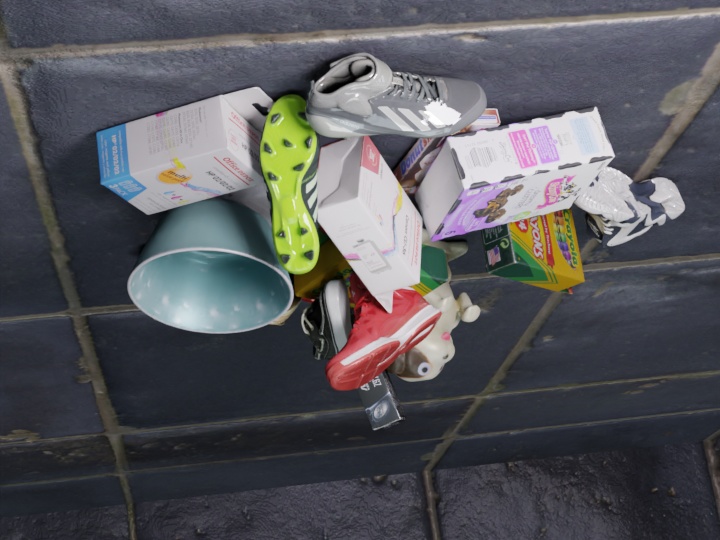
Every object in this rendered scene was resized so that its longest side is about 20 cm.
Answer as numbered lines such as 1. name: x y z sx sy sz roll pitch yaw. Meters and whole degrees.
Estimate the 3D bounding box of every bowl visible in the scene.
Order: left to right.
1. bowl: -0.181 -0.016 1.667 0.200 0.105 0.201 0 149 0

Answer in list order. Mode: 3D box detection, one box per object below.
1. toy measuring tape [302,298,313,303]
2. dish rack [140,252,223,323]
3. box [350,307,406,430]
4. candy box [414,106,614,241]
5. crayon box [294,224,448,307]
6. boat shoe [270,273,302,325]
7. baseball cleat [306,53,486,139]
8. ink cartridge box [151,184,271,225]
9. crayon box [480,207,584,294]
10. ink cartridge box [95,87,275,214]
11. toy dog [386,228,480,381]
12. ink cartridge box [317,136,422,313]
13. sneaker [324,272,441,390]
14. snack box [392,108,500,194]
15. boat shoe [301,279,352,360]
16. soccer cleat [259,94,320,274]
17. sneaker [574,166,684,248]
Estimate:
1. toy measuring tape: -0.071 0.017 2.018 0.073 0.074 0.200 -5 176 -7
2. dish rack: -0.220 0.027 1.823 0.153 0.200 0.055 -3 119 -12
3. box: 0.007 0.132 1.971 0.043 0.200 0.160 -22 173 2
4. candy box: 0.186 -0.117 1.670 0.200 0.072 0.168 -13 163 -16
5. crayon box: 0.000 0.000 1.818 0.200 0.051 0.127 12 150 -31
6. boat shoe: -0.118 0.041 1.893 0.074 0.067 0.200 12 -162 -2
7. baseball cleat: 0.043 -0.186 1.451 0.200 0.070 0.107 -10 152 -10
8. ink cartridge box: -0.142 -0.081 1.743 0.200 0.050 0.162 -11 161 23
9. crayon box: 0.241 -0.046 1.860 0.051 0.127 0.200 -23 157 37
10. ink cartridge box: -0.181 -0.133 1.533 0.200 0.068 0.115 -14 160 16
11. toy dog: 0.075 0.062 1.985 0.194 0.200 0.139 -18 158 26
12. ink cartridge box: 0.020 -0.054 1.653 0.067 0.117 0.200 -16 133 22
13. sneaker: 0.001 0.068 1.712 0.200 0.116 0.078 -27 155 -45
14. snack box: 0.099 -0.144 1.675 0.072 0.024 0.200 -3 160 -21
15. boat shoe: -0.046 0.074 1.803 0.064 0.071 0.200 0 152 2
16. soccer cleat: -0.077 -0.097 1.528 0.067 0.201 0.081 -2 -173 -2
17. sneaker: 0.336 -0.077 1.874 0.199 0.080 0.130 -5 155 -40
